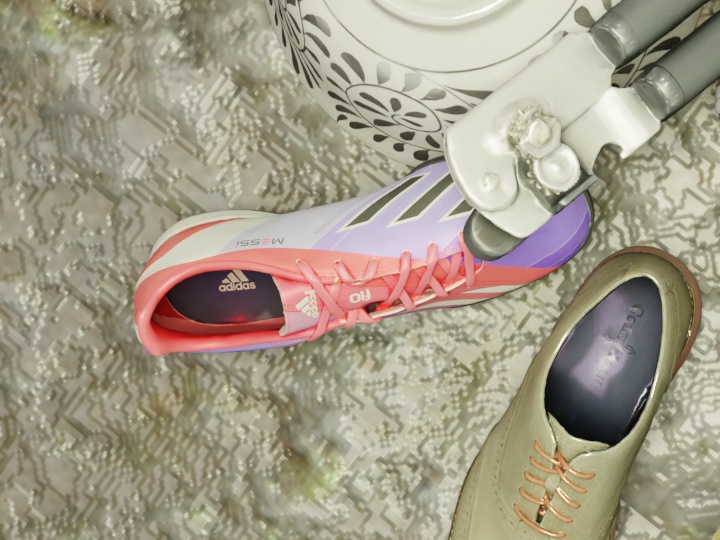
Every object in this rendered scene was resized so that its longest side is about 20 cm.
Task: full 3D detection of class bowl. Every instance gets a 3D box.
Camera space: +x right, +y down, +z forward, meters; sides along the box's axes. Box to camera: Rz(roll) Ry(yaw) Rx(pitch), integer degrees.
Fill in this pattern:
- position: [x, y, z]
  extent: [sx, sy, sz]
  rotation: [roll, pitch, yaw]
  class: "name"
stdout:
- position: [0.043, -0.140, 0.911]
  extent: [0.199, 0.094, 0.202]
  rotation: [0, 91, 12]
  class: "bowl"

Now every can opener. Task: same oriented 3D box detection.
- position: [0.112, -0.084, 0.878]
  extent: [0.200, 0.066, 0.053]
  rotation: [-39, 89, -12]
  class: "can opener"

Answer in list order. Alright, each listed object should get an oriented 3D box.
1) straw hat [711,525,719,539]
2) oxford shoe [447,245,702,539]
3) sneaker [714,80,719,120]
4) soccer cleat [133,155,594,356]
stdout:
- position: [0.243, 0.126, 0.868]
  extent: [0.200, 0.202, 0.085]
  rotation: [29, 53, 11]
  class: "straw hat"
- position: [0.078, 0.082, 0.914]
  extent: [0.070, 0.074, 0.201]
  rotation: [22, 95, 12]
  class: "oxford shoe"
- position: [0.235, -0.020, 0.881]
  extent: [0.198, 0.070, 0.109]
  rotation: [9, 90, 9]
  class: "sneaker"
- position: [0.000, 0.000, 0.923]
  extent: [0.198, 0.073, 0.069]
  rotation: [-9, 113, 14]
  class: "soccer cleat"
